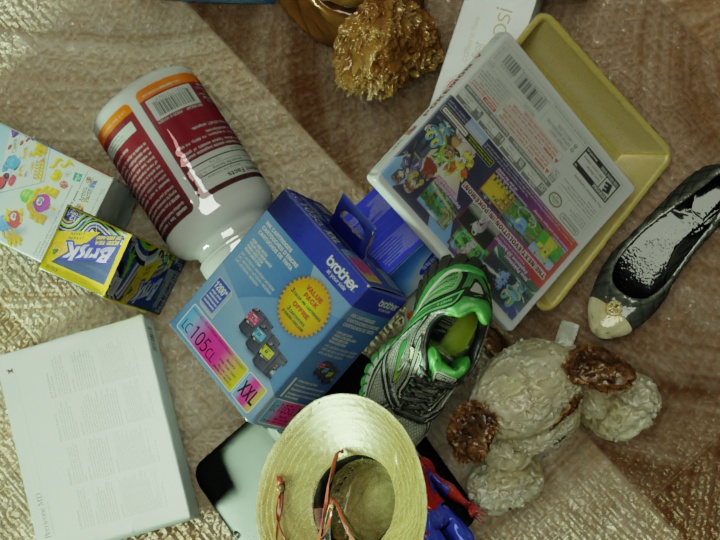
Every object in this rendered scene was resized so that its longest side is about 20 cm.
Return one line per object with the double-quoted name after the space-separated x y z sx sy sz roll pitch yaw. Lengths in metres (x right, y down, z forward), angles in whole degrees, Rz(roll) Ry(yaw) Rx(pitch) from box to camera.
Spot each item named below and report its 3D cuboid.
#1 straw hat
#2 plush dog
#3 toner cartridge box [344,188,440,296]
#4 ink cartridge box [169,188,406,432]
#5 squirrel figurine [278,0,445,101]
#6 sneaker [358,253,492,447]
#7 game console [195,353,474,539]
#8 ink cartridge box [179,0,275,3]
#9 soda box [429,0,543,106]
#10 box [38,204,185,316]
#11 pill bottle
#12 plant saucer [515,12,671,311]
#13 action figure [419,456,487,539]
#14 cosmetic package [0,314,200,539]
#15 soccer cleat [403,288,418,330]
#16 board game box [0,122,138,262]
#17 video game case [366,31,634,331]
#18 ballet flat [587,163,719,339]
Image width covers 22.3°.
0.007 0.204 1.608 0.201 0.085 0.201 -5 82 41 "straw hat"
0.154 0.110 1.626 0.200 0.172 0.161 -31 81 2 "plush dog"
0.000 0.000 1.687 0.200 0.043 0.095 -42 48 16 "toner cartridge box"
-0.055 0.025 1.632 0.200 0.076 0.136 -48 61 11 "ink cartridge box"
0.001 -0.258 1.691 0.141 0.187 0.200 -32 80 3 "squirrel figurine"
0.055 0.085 1.598 0.078 0.085 0.200 17 116 -12 "sneaker"
-0.024 0.209 1.720 0.176 0.116 0.200 -31 79 -27 "game console"
-0.159 -0.349 1.719 0.145 0.200 0.147 4 84 9 "ink cartridge box"
0.113 -0.186 1.725 0.068 0.064 0.200 17 84 9 "soda box"
-0.226 -0.006 1.683 0.070 0.200 0.064 24 87 10 "box"
-0.156 -0.084 1.729 0.113 0.113 0.200 -34 79 2 "pill bottle"
0.159 -0.099 1.674 0.200 0.048 0.200 44 79 -23 "plant saucer"
0.073 0.230 1.651 0.065 0.052 0.200 -28 75 -23 "action figure"
-0.250 0.158 1.741 0.151 0.052 0.200 -15 81 4 "cosmetic package"
0.073 0.011 1.712 0.069 0.078 0.200 0 62 16 "soccer cleat"
-0.331 -0.077 1.756 0.200 0.103 0.105 26 87 10 "board game box"
0.128 -0.078 1.624 0.182 0.023 0.200 -48 114 -12 "video game case"
0.275 -0.021 1.685 0.066 0.057 0.200 37 85 12 "ballet flat"
